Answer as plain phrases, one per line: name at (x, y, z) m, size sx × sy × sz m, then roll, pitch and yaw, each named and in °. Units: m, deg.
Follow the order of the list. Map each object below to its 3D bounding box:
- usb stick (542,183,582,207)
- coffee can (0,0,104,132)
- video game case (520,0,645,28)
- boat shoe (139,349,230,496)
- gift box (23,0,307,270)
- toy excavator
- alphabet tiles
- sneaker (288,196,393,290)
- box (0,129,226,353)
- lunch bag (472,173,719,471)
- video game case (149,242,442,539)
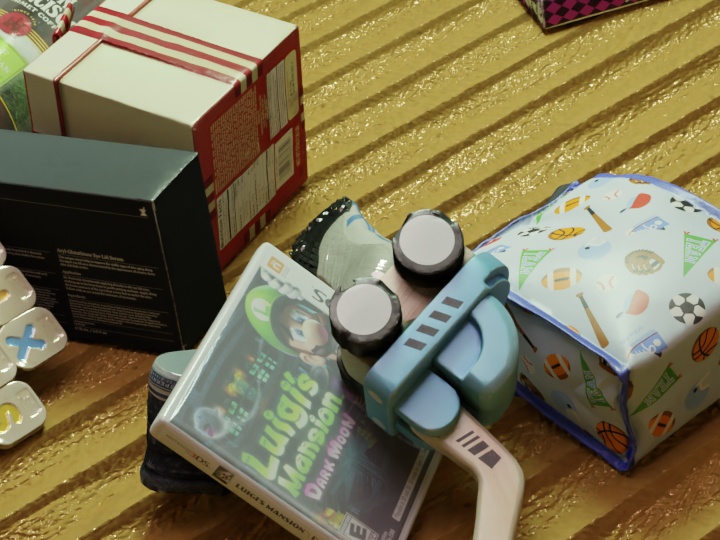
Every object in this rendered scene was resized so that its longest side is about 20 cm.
usb stick at (0.133, -0.004, 1.628) m, size 0.055 × 0.033 × 0.200 m, roll 12°, pitch 40°, yaw 28°
coffee can at (-0.315, -0.158, 1.873) m, size 0.146 × 0.147 × 0.200 m, roll 14°, pitch 42°, yaw 32°
video game case at (0.233, -0.301, 2.031) m, size 0.199 × 0.036 × 0.181 m, roll -16°, pitch 33°, yaw -8°
boat shoe at (-0.074, 0.100, 1.508) m, size 0.200 × 0.091 × 0.071 m, roll -4°, pitch 23°, yaw -44°
gift box at (-0.156, -0.121, 1.756) m, size 0.186 × 0.185 × 0.200 m, roll 18°, pitch 39°, yaw 23°
toy excavator at (0.062, 0.090, 1.389) m, size 0.200 × 0.100 × 0.195 m, roll 37°, pitch 72°, yaw 18°
alphabet tiles at (-0.319, 0.053, 1.569) m, size 0.195 × 0.015 × 0.200 m, roll -32°, pitch 82°, yaw -30°
sneaker at (0.000, 0.000, 1.644) m, size 0.072 × 0.072 × 0.200 m, roll -43°, pitch 25°, yaw 1°
box at (-0.214, -0.024, 1.655) m, size 0.199 × 0.142 × 0.079 m, roll 8°, pitch 39°, yaw 25°
lunch bag at (0.173, 0.022, 1.503) m, size 0.170 × 0.124 × 0.200 m, roll -32°, pitch 47°, yaw -26°
video game case at (-0.028, 0.093, 1.442) m, size 0.181 × 0.023 × 0.200 m, roll 35°, pitch 41°, yaw -6°
